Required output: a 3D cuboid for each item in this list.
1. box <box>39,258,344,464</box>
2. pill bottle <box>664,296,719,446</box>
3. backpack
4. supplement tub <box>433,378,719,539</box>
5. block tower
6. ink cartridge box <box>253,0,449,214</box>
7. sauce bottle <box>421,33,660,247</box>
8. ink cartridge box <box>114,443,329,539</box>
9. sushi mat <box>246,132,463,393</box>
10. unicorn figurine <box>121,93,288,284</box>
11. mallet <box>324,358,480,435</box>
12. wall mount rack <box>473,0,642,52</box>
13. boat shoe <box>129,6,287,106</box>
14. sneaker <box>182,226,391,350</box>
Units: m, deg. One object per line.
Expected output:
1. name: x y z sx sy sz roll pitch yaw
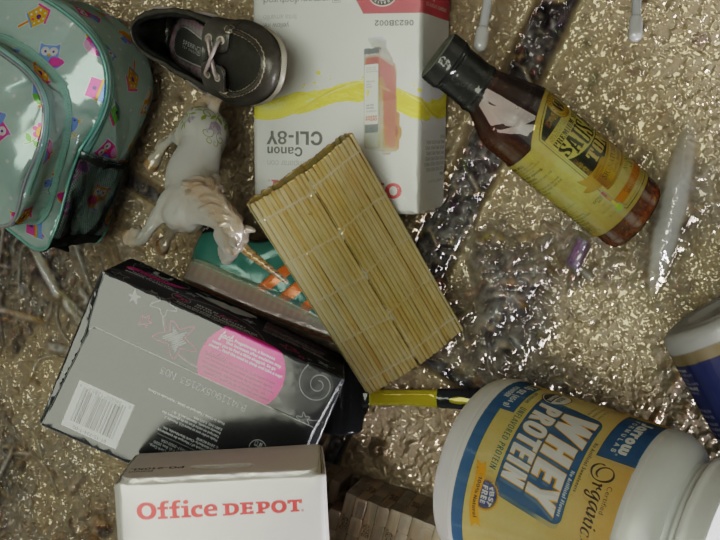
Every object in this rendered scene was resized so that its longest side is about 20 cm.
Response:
1. box: -0.126 0.094 0.857 0.198 0.115 0.133 24 95 -2
2. pill bottle: 0.315 0.111 0.788 0.110 0.111 0.202 -30 87 19
3. backpack: -0.280 -0.138 0.933 0.175 0.153 0.201 33 100 17
4. supplement tub: 0.168 0.172 0.792 0.198 0.144 0.147 15 102 34
5. block tower: -0.020 0.205 0.939 0.198 0.054 0.059 19 102 16
6. ink cartridge box: -0.007 -0.148 0.874 0.143 0.083 0.203 3 98 18
7. sauce bottle: 0.134 -0.099 0.816 0.199 0.066 0.066 36 107 -11
8. ink cartridge box: -0.091 0.231 0.770 0.143 0.084 0.203 -3 96 -2
9. sushi mat: 0.000 0.000 0.841 0.095 0.012 0.201 -33 118 -3
10. unicorn figurine: -0.135 -0.064 0.880 0.137 0.073 0.203 -31 59 45
11. mallet: 0.057 0.097 0.914 0.197 0.041 0.067 -7 92 14
12. wall mount rack: 0.149 -0.256 0.815 0.197 0.074 0.176 0 98 19
13. boat shoe: -0.126 -0.173 0.869 0.199 0.056 0.068 31 117 52
14. sneaker: -0.046 0.008 0.913 0.198 0.071 0.081 22 82 2
